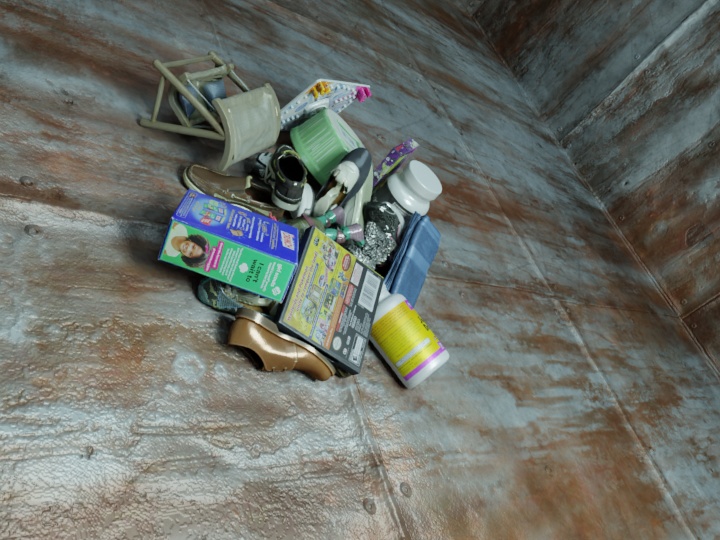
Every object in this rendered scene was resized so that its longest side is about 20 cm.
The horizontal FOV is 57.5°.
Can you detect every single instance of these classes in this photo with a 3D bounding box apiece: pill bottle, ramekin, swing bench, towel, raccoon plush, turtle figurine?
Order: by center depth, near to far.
[{"bbox_3d":[-0.099,-0.056,1.209,0.199,0.101,0.150,-21,65,-29],"label":"turtle figurine"},{"bbox_3d":[0.071,0.117,1.250,0.200,0.104,0.104,52,33,9],"label":"pill bottle"},{"bbox_3d":[-0.271,-0.309,1.255,0.199,0.130,0.199,29,30,7],"label":"swing bench"},{"bbox_3d":[0.000,0.000,1.267,0.096,0.134,0.201,34,34,-20],"label":"raccoon plush"},{"bbox_3d":[0.105,-0.012,1.374,0.112,0.048,0.201,45,63,-51],"label":"towel"},{"bbox_3d":[0.080,-0.142,1.455,0.116,0.200,0.117,30,35,-23],"label":"pill bottle"},{"bbox_3d":[-0.058,-0.266,1.479,0.200,0.097,0.200,48,18,-20],"label":"ramekin"}]

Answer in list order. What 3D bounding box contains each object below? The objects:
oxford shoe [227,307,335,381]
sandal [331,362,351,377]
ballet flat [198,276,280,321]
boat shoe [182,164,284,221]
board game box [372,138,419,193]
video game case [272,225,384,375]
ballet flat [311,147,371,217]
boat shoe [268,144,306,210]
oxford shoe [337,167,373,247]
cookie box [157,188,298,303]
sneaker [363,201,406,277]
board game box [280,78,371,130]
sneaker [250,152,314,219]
[{"bbox_3d":[-0.128,0.138,1.055,0.199,0.071,0.072,33,64,-24],"label":"oxford shoe"},{"bbox_3d":[-0.059,0.093,1.166,0.081,0.054,0.201,-26,89,-46],"label":"sandal"},{"bbox_3d":[-0.168,0.049,1.085,0.199,0.074,0.075,19,41,-37],"label":"ballet flat"},{"bbox_3d":[-0.229,-0.154,1.229,0.201,0.075,0.075,25,38,-30],"label":"boat shoe"},{"bbox_3d":[0.044,-0.211,1.489,0.032,0.200,0.120,48,32,6],"label":"board game box"},{"bbox_3d":[-0.049,0.051,1.135,0.180,0.025,0.201,36,52,-28],"label":"video game case"},{"bbox_3d":[-0.047,-0.164,1.335,0.073,0.200,0.073,38,9,-7],"label":"ballet flat"},{"bbox_3d":[-0.136,-0.194,1.267,0.071,0.061,0.202,14,35,-20],"label":"boat shoe"},{"bbox_3d":[-0.014,-0.142,1.394,0.057,0.202,0.075,11,-7,20],"label":"oxford shoe"},{"bbox_3d":[-0.203,-0.043,1.054,0.198,0.076,0.171,20,19,-12],"label":"cookie box"},{"bbox_3d":[0.057,-0.050,1.388,0.201,0.080,0.087,66,35,-27],"label":"sneaker"},{"bbox_3d":[-0.097,-0.365,1.502,0.199,0.199,0.026,-15,78,-54],"label":"board game box"},{"bbox_3d":[-0.168,-0.170,1.339,0.115,0.076,0.201,12,37,-30],"label":"sneaker"}]
